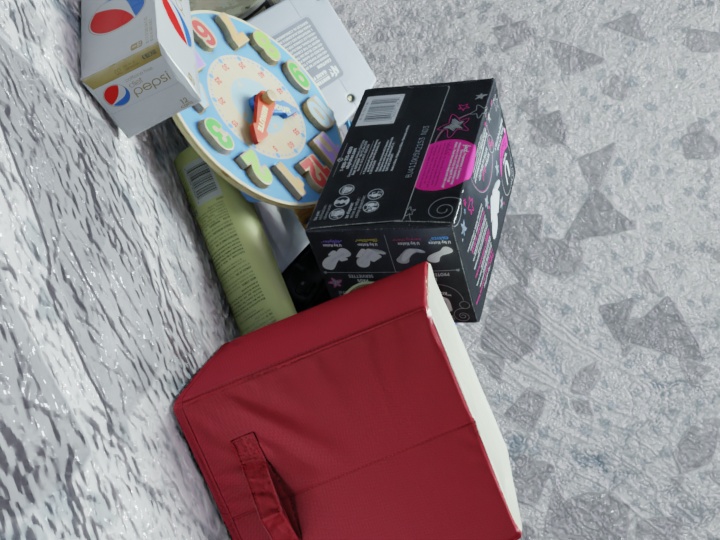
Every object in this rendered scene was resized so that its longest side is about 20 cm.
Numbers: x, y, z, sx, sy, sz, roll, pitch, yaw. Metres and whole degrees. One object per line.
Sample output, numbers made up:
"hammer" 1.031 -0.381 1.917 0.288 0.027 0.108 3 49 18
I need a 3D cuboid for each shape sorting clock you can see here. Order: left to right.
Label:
"shape sorting clock" -0.088 -0.141 0.925 0.200 0.039 0.201 32 43 -34

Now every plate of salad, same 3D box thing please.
"plate of salad" -0.095 -0.052 1.080 0.200 0.048 0.200 57 20 -33

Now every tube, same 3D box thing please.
"tube" -0.099 -0.011 0.903 0.058 0.052 0.201 87 -19 -78

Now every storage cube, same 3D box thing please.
"storage cube" -0.002 0.116 0.768 0.200 0.179 0.172 -70 138 -80

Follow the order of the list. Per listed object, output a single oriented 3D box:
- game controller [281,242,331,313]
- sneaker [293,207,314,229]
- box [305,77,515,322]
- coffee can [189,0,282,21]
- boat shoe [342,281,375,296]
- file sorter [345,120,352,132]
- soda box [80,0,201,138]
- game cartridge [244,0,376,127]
"game controller" 0.000 0.000 1.003 0.104 0.042 0.200 49 42 -9
"sneaker" -0.062 -0.124 1.100 0.088 0.075 0.201 -77 150 -85
"box" 0.050 -0.060 0.937 0.200 0.132 0.115 -70 150 -44
"coffee can" -0.114 -0.256 1.147 0.200 0.146 0.147 56 14 -58
"boat shoe" -0.006 0.098 0.905 0.076 0.071 0.201 -69 172 -73
"file sorter" -0.037 -0.097 1.330 0.139 0.122 0.200 -104 169 -49
"soda box" -0.175 -0.197 0.846 0.064 0.068 0.200 55 14 -44
"game cartridge" -0.082 -0.170 1.012 0.041 0.200 0.133 -12 -68 56
